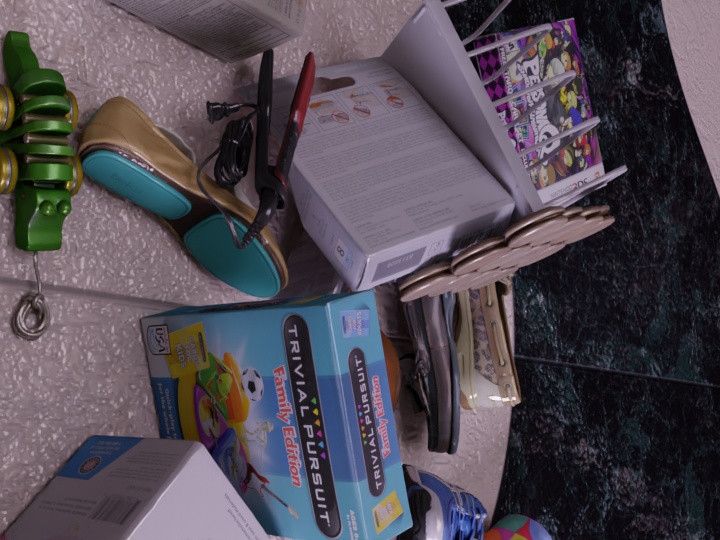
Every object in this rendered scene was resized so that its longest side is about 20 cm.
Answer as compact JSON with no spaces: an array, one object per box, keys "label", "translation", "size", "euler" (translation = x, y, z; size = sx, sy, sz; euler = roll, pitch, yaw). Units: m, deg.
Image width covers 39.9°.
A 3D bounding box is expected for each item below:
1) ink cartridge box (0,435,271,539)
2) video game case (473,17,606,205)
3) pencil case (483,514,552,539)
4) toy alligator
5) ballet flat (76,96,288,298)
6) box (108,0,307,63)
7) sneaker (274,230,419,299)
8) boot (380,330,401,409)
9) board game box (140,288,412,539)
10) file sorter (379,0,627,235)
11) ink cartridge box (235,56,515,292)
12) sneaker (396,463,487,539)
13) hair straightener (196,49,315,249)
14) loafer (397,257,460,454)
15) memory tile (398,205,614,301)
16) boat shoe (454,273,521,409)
[{"label":"ink cartridge box","translation":[-0.161,0.219,0.609],"size":[0.201,0.127,0.126],"euler":[-51,121,-36]},{"label":"video game case","translation":[0.206,-0.173,1.119],"size":[0.180,0.035,0.204],"euler":[-22,102,-48]},{"label":"pencil case","translation":[0.111,0.309,0.929],"size":[0.199,0.087,0.090],"euler":[-27,105,-46]},{"label":"toy alligator","translation":[-0.206,-0.057,0.643],"size":[0.059,0.054,0.205],"euler":[-2,87,-47]},{"label":"ballet flat","translation":[-0.119,-0.055,0.733],"size":[0.200,0.068,0.064],"euler":[42,43,-38]},{"label":"box","translation":[-0.136,-0.231,0.711],"size":[0.198,0.094,0.079],"euler":[21,70,-45]},{"label":"sneaker","translation":[0.000,0.000,0.845],"size":[0.112,0.077,0.203],"euler":[38,60,-37]},{"label":"boot","translation":[-0.010,0.139,0.768],"size":[0.156,0.075,0.204],"euler":[60,44,-67]},{"label":"board game box","translation":[-0.064,0.098,0.675],"size":[0.046,0.198,0.154],"euler":[-14,95,-46]},{"label":"file sorter","translation":[0.122,-0.136,0.885],"size":[0.123,0.139,0.203],"euler":[-25,85,-25]},{"label":"ink cartridge box","translation":[0.007,-0.087,0.814],"size":[0.158,0.048,0.201],"euler":[-20,57,-33]},{"label":"sneaker","translation":[0.068,0.203,0.825],"size":[0.200,0.075,0.077],"euler":[62,32,-78]},{"label":"hair straightener","translation":[-0.083,-0.097,0.742],"size":[0.041,0.075,0.203],"euler":[102,-3,-52]},{"label":"loafer","translation":[0.057,0.068,0.922],"size":[0.061,0.072,0.205],"euler":[-2,85,-5]},{"label":"memory tile","translation":[0.127,-0.017,0.831],"size":[0.199,0.152,0.017],"euler":[-5,69,-62]},{"label":"boat shoe","translation":[0.129,0.035,0.973],"size":[0.073,0.061,0.204],"euler":[36,54,-63]}]
